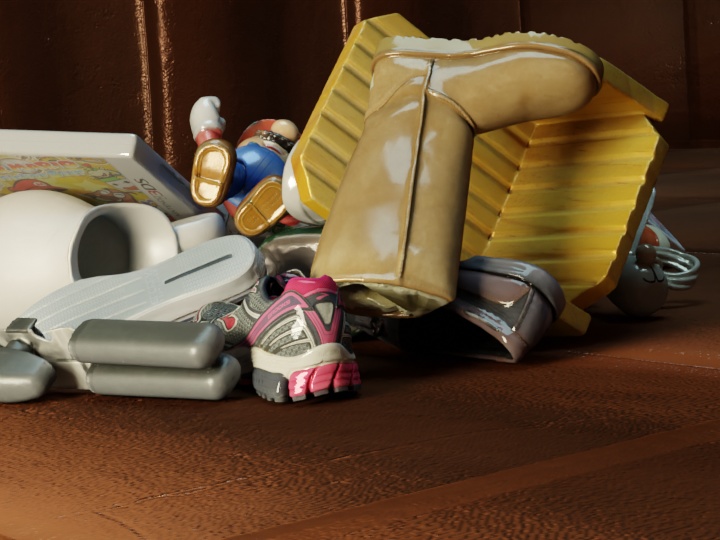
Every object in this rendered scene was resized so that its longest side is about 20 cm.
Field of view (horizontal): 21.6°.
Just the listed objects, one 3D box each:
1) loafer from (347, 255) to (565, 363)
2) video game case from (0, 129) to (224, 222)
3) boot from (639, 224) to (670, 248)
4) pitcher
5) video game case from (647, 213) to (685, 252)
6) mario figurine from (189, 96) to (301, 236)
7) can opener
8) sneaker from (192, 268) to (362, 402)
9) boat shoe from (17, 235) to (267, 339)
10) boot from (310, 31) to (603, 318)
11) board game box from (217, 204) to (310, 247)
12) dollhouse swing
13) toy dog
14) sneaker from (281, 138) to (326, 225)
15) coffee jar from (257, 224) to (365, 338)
[{"bbox_3d":[0.045,0.028,1.289,0.199,0.072,0.063,0,48,42],"label":"loafer"},{"bbox_3d":[-0.233,-0.070,1.515,0.198,0.023,0.182,4,-17,20],"label":"video game case"},{"bbox_3d":[0.193,-0.019,1.688,0.106,0.076,0.200,14,-6,-22],"label":"boot"},{"bbox_3d":[-0.218,-0.010,1.491,0.171,0.123,0.199,-15,6,-44],"label":"pitcher"},{"bbox_3d":[0.199,-0.102,1.751,0.199,0.023,0.183,34,14,-39],"label":"video game case"},{"bbox_3d":[-0.077,-0.089,1.487,0.105,0.124,0.200,-22,7,6],"label":"mario figurine"},{"bbox_3d":[-0.169,0.065,1.217,0.198,0.053,0.067,-2,40,30],"label":"can opener"},{"bbox_3d":[-0.055,0.036,1.230,0.080,0.076,0.200,-8,6,-27],"label":"sneaker"},{"bbox_3d":[-0.156,0.039,1.344,0.198,0.062,0.072,-18,40,5],"label":"boat shoe"},{"bbox_3d":[0.068,-0.061,1.269,0.173,0.202,0.066,1,-33,19],"label":"boot"},{"bbox_3d":[-0.048,-0.020,1.658,0.198,0.035,0.126,15,-2,-23],"label":"board game box"},{"bbox_3d":[0.085,-0.085,1.344,0.181,0.201,0.176,-2,-37,45],"label":"dollhouse swing"},{"bbox_3d":[0.173,-0.053,1.463,0.199,0.097,0.132,28,33,28],"label":"toy dog"},{"bbox_3d":[0.019,-0.070,1.417,0.084,0.074,0.199,7,8,32],"label":"sneaker"},{"bbox_3d":[0.000,0.000,1.481,0.103,0.086,0.200,0,6,22],"label":"coffee jar"}]
